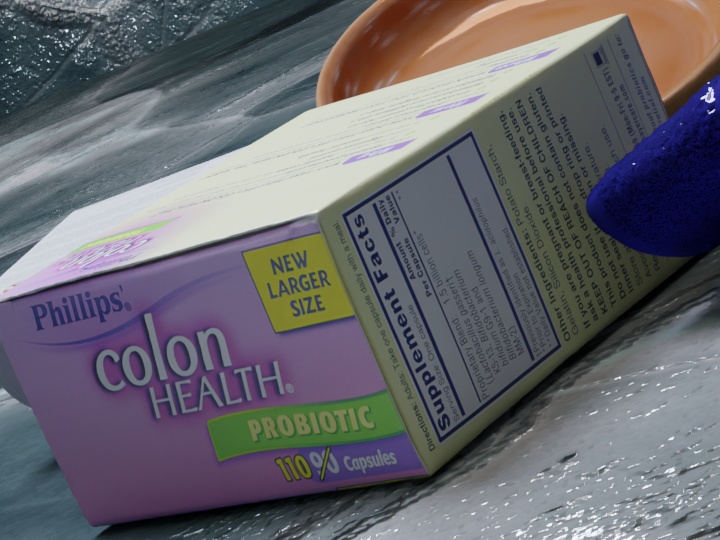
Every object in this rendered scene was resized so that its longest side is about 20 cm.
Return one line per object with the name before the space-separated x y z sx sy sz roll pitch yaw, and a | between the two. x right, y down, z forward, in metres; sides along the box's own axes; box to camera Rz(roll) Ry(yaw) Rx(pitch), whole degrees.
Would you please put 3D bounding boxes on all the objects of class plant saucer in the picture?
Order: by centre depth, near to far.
plant saucer | 0.079 -0.091 1.088 0.200 0.038 0.200 -14 35 10

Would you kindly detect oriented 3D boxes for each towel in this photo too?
towel | 0.182 -0.075 0.816 0.148 0.050 0.200 -23 -15 -45

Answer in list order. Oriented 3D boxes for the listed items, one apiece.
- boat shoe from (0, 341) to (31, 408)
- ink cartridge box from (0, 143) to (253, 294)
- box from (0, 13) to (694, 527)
boat shoe | -0.067 0.009 1.073 0.200 0.071 0.070 -22 12 -8
ink cartridge box | -0.124 -0.001 1.329 0.160 0.047 0.200 -18 18 25
box | 0.000 0.000 0.904 0.176 0.097 0.200 -13 14 43
